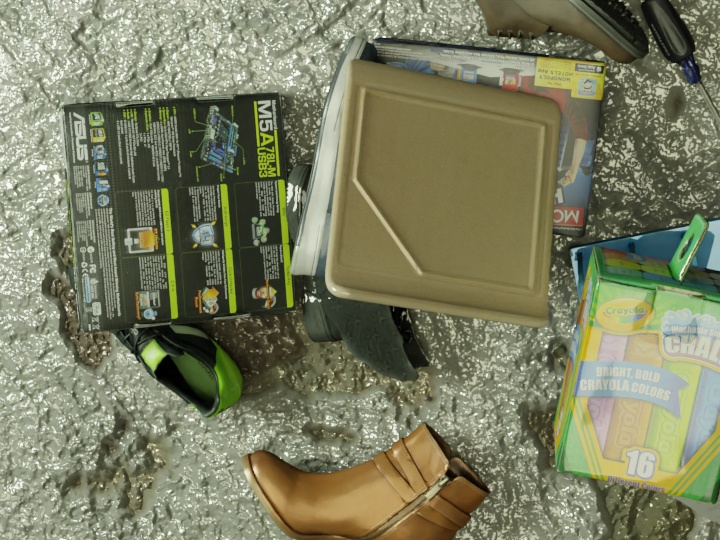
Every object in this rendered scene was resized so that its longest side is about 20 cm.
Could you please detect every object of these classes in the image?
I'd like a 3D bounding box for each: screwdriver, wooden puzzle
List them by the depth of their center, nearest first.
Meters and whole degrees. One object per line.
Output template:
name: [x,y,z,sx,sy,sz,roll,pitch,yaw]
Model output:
wooden puzzle: [0.067,-0.060,1.088,0.185,0.037,0.200,9,73,-16]
screwdriver: [0.293,-0.145,1.167,0.029,0.028,0.200,-21,99,43]

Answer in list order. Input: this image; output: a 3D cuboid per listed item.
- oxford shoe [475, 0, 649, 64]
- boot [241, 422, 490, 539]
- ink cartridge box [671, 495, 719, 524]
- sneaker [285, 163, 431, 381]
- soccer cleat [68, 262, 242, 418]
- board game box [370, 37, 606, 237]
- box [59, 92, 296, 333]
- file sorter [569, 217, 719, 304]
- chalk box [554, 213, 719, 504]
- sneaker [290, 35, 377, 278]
oxford shoe: [0.151,-0.226,1.159,0.200,0.073,0.084,33,120,3]
boot: [0.005,0.193,1.255,0.200,0.074,0.155,40,105,-13]
ink cartridge box: [0.379,0.163,1.156,0.200,0.044,0.174,-30,135,31]
sneaker: [-0.001,0.001,1.218,0.104,0.060,0.200,0,108,21]
soccer cleat: [-0.190,0.056,1.251,0.200,0.081,0.068,41,104,-1]
board game box: [0.101,-0.092,1.189,0.200,0.062,0.200,7,103,7]
box: [-0.159,-0.053,1.204,0.193,0.048,0.200,-6,96,-15]
file sorter: [0.287,0.037,1.154,0.200,0.123,0.139,-11,98,11]
chalk box: [0.226,0.054,1.041,0.124,0.124,0.200,11,101,7]
sneaker: [0.031,-0.084,1.135,0.146,0.077,0.202,10,95,-1]
